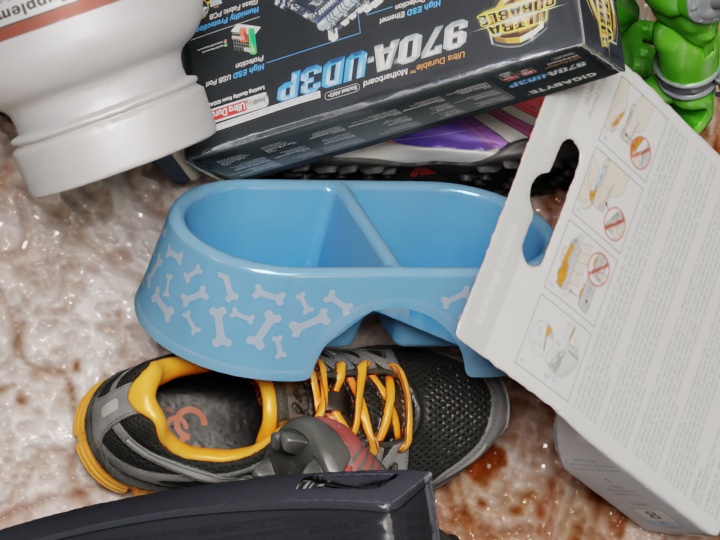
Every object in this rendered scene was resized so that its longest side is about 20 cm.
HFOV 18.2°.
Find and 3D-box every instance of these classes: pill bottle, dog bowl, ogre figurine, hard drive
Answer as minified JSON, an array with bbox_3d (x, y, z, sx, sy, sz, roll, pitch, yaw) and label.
[{"bbox_3d":[-0.132,-0.138,0.936,0.112,0.112,0.200,-23,99,-20],"label":"pill bottle"},{"bbox_3d":[0.000,0.000,1.009,0.200,0.112,0.050,1,117,-20],"label":"dog bowl"},{"bbox_3d":[0.111,-0.158,1.087,0.098,0.120,0.200,-21,80,-20],"label":"ogre figurine"},{"bbox_3d":[-0.062,0.154,0.911,0.200,0.042,0.135,-9,83,16],"label":"hard drive"}]

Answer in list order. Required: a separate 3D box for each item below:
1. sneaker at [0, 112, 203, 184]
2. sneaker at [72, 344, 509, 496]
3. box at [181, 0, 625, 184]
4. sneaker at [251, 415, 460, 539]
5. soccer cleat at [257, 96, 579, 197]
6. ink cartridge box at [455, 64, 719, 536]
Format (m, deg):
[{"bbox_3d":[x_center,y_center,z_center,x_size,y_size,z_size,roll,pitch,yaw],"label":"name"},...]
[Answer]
[{"bbox_3d":[-0.163,-0.090,1.029,0.200,0.075,0.085,39,89,-6],"label":"sneaker"},{"bbox_3d":[-0.025,0.067,1.007,0.200,0.077,0.078,-4,73,-17],"label":"sneaker"},{"bbox_3d":[0.009,-0.140,0.997,0.200,0.046,0.159,-15,70,26],"label":"box"},{"bbox_3d":[0.024,0.140,0.983,0.098,0.071,0.201,-36,108,-31],"label":"sneaker"},{"bbox_3d":[0.041,-0.076,1.073,0.200,0.068,0.073,0,77,-11],"label":"soccer cleat"},{"bbox_3d":[0.116,0.008,1.027,0.200,0.047,0.160,37,65,-36],"label":"ink cartridge box"}]
